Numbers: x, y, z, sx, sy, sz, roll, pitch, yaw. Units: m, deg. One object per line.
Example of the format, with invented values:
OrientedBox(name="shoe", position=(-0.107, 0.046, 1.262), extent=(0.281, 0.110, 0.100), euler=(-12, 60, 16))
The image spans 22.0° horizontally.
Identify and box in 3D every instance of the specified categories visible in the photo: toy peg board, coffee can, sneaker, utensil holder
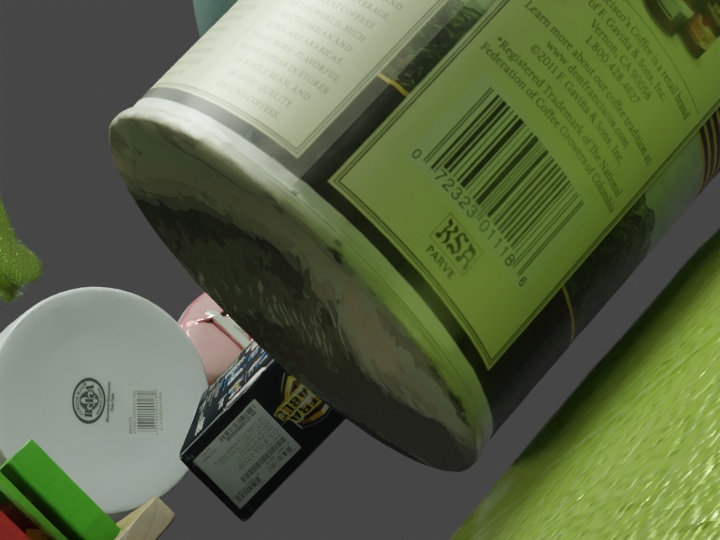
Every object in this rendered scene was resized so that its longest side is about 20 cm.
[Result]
OrientedBox(name="toy peg board", position=(-0.236, 0.206, 1.138), extent=(0.199, 0.098, 0.200), euler=(-48, 4, -28))
OrientedBox(name="coffee can", position=(0.042, -0.062, 0.566), extent=(0.200, 0.146, 0.146), euler=(-47, 4, -16))
OrientedBox(name="sneaker", position=(-0.079, 0.017, 1.533), extent=(0.105, 0.075, 0.200), euler=(-49, -3, 42))
OrientedBox(name="utensil holder", position=(-0.211, 0.110, 1.335), extent=(0.170, 0.170, 0.200), euler=(-47, 6, -25))

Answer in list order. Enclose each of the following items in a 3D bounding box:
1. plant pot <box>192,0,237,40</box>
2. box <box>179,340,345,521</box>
OrientedBox(name="plant pot", position=(0.015, -0.102, 0.888), extent=(0.198, 0.136, 0.200), euler=(0, 4, 0))
OrientedBox(name="box", position=(-0.016, 0.035, 0.920), extent=(0.159, 0.046, 0.200), euler=(-46, 4, 1))
